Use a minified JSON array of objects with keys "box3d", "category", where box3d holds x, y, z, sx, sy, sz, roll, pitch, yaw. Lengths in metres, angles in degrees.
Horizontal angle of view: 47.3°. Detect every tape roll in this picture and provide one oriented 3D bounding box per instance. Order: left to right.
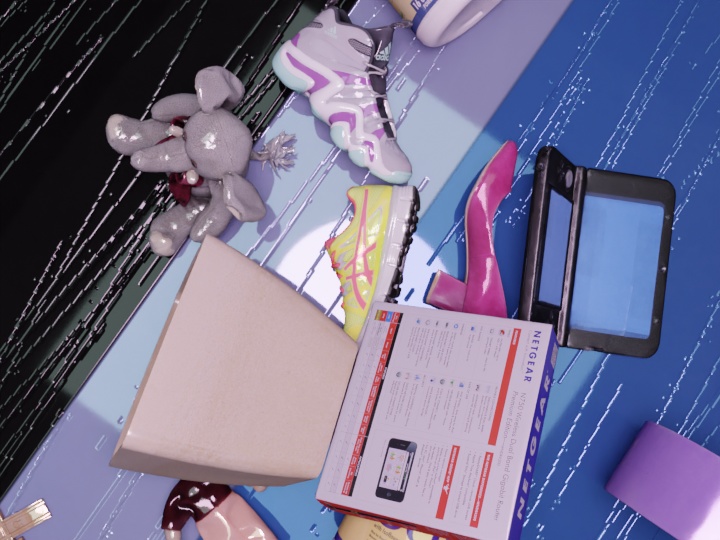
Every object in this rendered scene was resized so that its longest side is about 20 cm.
[{"box3d":[0.347,0.238,0.804,0.200,0.200,0.085,35,87,1],"category":"tape roll"}]

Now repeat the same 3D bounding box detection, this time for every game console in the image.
[{"box3d":[0.250,-0.015,0.862,0.116,0.176,0.201,5,86,28],"category":"game console"}]

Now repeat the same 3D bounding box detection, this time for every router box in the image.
[{"box3d":[0.072,0.137,0.752,0.179,0.049,0.201,7,65,25],"category":"router box"}]

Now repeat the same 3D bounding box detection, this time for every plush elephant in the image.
[{"box3d":[-0.164,-0.116,0.839,0.199,0.155,0.165,-15,87,-1],"category":"plush elephant"}]

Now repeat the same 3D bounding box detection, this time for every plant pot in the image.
[{"box3d":[-0.117,0.113,0.798,0.177,0.200,0.200,22,66,-12],"category":"plant pot"}]

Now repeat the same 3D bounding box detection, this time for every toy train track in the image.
[{"box3d":[-0.370,0.322,0.878,0.114,0.033,0.200,-29,89,-2],"category":"toy train track"}]

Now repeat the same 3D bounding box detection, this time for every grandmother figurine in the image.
[{"box3d":[-0.158,0.253,0.874,0.121,0.061,0.200,-34,84,-29],"category":"grandmother figurine"}]

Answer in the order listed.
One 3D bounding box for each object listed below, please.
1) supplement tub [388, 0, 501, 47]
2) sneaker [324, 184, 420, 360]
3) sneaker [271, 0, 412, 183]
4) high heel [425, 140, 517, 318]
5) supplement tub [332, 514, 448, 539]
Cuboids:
[{"box3d":[0.065,-0.354,0.859,0.144,0.144,0.200,-38,88,-2],"category":"supplement tub"},{"box3d":[0.000,0.000,0.883,0.090,0.078,0.201,14,83,11],"category":"sneaker"},{"box3d":[0.014,-0.200,0.864,0.200,0.078,0.140,46,111,1],"category":"sneaker"},{"box3d":[0.149,-0.033,0.877,0.096,0.067,0.201,24,92,11],"category":"high heel"},{"box3d":[0.072,0.231,0.829,0.145,0.145,0.200,26,87,1],"category":"supplement tub"}]
